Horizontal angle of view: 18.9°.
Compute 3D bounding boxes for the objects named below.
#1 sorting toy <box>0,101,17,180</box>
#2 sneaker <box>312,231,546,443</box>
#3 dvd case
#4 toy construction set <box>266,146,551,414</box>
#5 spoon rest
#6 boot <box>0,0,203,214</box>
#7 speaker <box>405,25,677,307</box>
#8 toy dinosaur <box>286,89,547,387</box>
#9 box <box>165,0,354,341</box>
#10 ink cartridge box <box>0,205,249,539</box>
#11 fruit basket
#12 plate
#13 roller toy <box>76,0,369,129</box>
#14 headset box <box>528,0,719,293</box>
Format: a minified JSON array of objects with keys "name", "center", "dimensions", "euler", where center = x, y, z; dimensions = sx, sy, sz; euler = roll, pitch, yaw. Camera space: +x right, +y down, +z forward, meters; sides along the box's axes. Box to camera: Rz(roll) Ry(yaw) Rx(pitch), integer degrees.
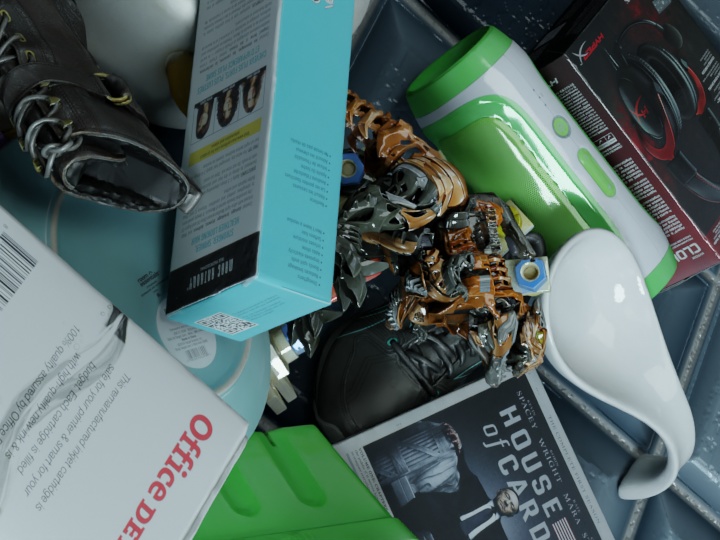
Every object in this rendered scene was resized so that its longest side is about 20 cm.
[{"name":"sorting toy","center":[-0.192,-0.055,1.154],"dimensions":[0.180,0.107,0.200],"euler":[-21,86,-50]},{"name":"sneaker","center":[0.043,0.036,1.313],"dimensions":[0.075,0.079,0.200],"euler":[50,51,-11]},{"name":"dvd case","center":[0.068,0.145,1.257],"dimensions":[0.200,0.025,0.151],"euler":[-20,84,-48]},{"name":"toy construction set","center":[0.000,0.000,1.257],"dimensions":[0.200,0.092,0.131],"euler":[-28,78,-12]},{"name":"spoon rest","center":[0.165,0.062,1.363],"dimensions":[0.099,0.061,0.200],"euler":[-50,129,-34]},{"name":"boot","center":[-0.175,-0.108,1.061],"dimensions":[0.200,0.069,0.174],"euler":[18,29,-47]},{"name":"speaker","center":[0.118,-0.059,1.405],"dimensions":[0.200,0.088,0.088],"euler":[51,49,-11]},{"name":"toy dinosaur","center":[0.019,-0.020,1.184],"dimensions":[0.136,0.102,0.200],"euler":[-28,59,-27]},{"name":"box","center":[-0.049,-0.071,1.113],"dimensions":[0.049,0.082,0.201],"euler":[20,64,-33]},{"name":"ink cartridge box","center":[-0.168,0.069,0.957],"dimensions":[0.200,0.084,0.145],"euler":[42,46,-12]},{"name":"fruit basket","center":[-0.073,0.198,1.123],"dimensions":[0.215,0.156,0.216],"euler":[21,44,-22]},{"name":"plate","center":[-0.112,0.009,1.109],"dimensions":[0.200,0.026,0.201],"euler":[31,43,-35]},{"name":"roller toy","center":[-0.090,-0.185,1.255],"dimensions":[0.183,0.140,0.200],"euler":[48,51,-12]},{"name":"headset box","center":[0.203,-0.092,1.489],"dimensions":[0.200,0.075,0.149],"euler":[51,45,-10]}]
